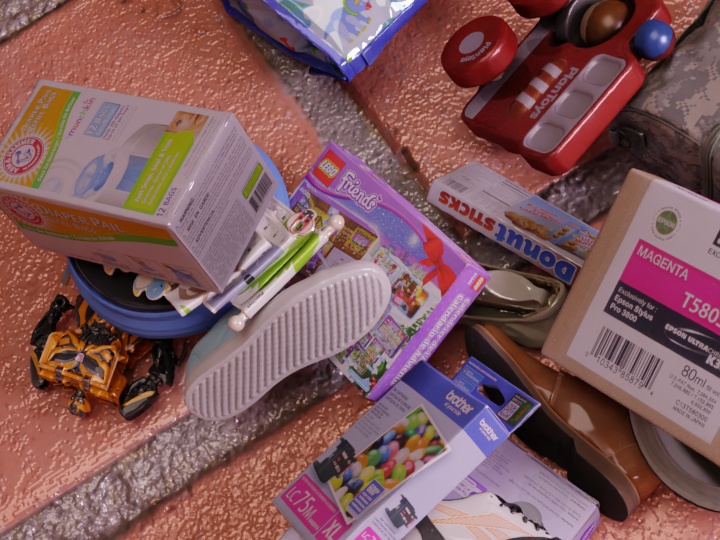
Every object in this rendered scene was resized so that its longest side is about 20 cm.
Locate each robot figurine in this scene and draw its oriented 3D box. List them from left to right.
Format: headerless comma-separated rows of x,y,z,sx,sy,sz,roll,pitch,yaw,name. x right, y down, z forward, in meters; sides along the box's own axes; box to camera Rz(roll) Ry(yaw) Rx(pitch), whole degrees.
-0.213,0.033,1.387,0.145,0.058,0.200,16,71,20,robot figurine

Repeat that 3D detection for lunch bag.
-0.022,-0.276,1.436,0.200,0.127,0.170,36,79,33,lunch bag
0.322,-0.147,1.295,0.168,0.139,0.200,36,78,24,lunch bag

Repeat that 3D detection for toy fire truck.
0.179,-0.173,1.318,0.200,0.112,0.168,-47,36,-8,toy fire truck

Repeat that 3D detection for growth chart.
-0.125,-0.027,1.291,0.200,0.018,0.145,31,74,35,growth chart

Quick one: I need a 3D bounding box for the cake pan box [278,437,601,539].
0.059,0.206,1.257,0.200,0.052,0.184,34,76,23,cake pan box

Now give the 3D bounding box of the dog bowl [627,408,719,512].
0.305,0.088,1.198,0.200,0.074,0.200,-14,68,40,dog bowl

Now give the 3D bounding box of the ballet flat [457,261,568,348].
0.083,0.012,1.324,0.200,0.069,0.070,12,71,18,ballet flat

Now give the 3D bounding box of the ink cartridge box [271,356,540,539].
0.032,0.141,1.210,0.200,0.042,0.119,-41,26,-8,ink cartridge box

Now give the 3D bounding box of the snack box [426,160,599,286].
0.155,-0.030,1.324,0.200,0.072,0.024,32,122,23,snack box

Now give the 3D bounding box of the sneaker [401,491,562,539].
0.114,0.206,1.178,0.200,0.074,0.080,10,69,16,sneaker

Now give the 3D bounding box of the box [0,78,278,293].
-0.187,-0.070,1.270,0.200,0.101,0.113,13,64,30,box

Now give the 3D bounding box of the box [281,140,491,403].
0.000,0.000,1.316,0.137,0.039,0.200,-53,51,9,box

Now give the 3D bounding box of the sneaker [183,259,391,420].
-0.067,0.038,1.283,0.200,0.074,0.082,-31,38,15,sneaker

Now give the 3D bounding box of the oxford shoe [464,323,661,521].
0.164,0.110,1.272,0.071,0.071,0.200,-36,69,-23,oxford shoe

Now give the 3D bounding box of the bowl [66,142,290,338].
-0.161,-0.041,1.353,0.201,0.039,0.201,-5,65,11,bowl

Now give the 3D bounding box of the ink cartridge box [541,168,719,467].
0.252,0.037,1.162,0.200,0.075,0.165,32,101,45,ink cartridge box
